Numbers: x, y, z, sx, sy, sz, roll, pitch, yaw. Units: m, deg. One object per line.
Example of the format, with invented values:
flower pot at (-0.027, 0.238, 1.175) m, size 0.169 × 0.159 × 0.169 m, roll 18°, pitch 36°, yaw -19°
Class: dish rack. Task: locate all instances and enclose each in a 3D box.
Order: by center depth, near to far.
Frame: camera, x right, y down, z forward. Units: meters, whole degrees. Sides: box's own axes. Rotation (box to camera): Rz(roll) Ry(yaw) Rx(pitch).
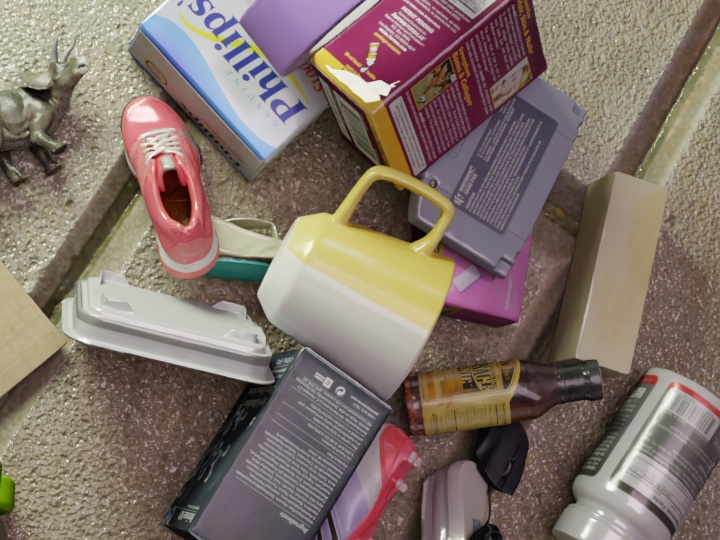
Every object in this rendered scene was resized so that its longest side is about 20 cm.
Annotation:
dish rack at (-0.177, 0.048, 1.473) m, size 0.198 × 0.172 × 0.044 m, roll 15°, pitch 98°, yaw -13°

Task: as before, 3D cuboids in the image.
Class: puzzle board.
puzzle board at (-0.402, 0.074, 1.491) m, size 0.200 × 0.017 × 0.151 m, roll -40°, pitch 93°, yaw -17°

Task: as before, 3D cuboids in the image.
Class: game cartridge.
game cartridge at (0.132, -0.110, 1.578) m, size 0.133 × 0.042 × 0.201 m, roll 30°, pitch 74°, yaw -7°

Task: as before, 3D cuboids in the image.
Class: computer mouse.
computer mouse at (0.136, 0.220, 1.558) m, size 0.059 × 0.034 × 0.201 m, roll 45°, pitch 40°, yaw -30°

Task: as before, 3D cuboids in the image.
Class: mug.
mug at (-0.004, 0.006, 1.485) m, size 0.152 × 0.149 × 0.188 m, roll 27°, pitch 74°, yaw -6°

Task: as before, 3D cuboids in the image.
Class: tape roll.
tape roll at (-0.015, -0.264, 1.436) m, size 0.200 × 0.200 × 0.066 m, roll -41°, pitch 94°, yaw -16°

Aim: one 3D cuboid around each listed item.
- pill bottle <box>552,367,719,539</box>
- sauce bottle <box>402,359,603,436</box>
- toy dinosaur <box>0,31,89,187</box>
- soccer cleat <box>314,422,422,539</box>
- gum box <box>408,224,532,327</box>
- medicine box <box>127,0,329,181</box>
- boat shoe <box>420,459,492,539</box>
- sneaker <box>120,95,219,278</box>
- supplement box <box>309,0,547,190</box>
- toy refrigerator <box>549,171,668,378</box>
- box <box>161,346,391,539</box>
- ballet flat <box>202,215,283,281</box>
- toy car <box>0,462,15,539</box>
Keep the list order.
pill bottle at (0.287, 0.211, 1.607) m, size 0.114 × 0.114 × 0.201 m, roll 38°, pitch 76°, yaw -7°
sauce bottle at (0.142, 0.122, 1.579) m, size 0.198 × 0.066 × 0.067 m, roll -9°, pitch 85°, yaw 0°
toy dinosaur at (-0.342, -0.137, 1.516) m, size 0.199 × 0.077 × 0.103 m, roll -27°, pitch 78°, yaw -12°
soccer cleat at (-0.016, 0.240, 1.556) m, size 0.076 × 0.067 × 0.201 m, roll 30°, pitch 80°, yaw 23°
gum box at (0.115, -0.053, 1.618) m, size 0.113 × 0.066 × 0.202 m, roll 13°, pitch 79°, yaw -15°
medicine box at (-0.096, -0.226, 1.567) m, size 0.182 × 0.103 × 0.200 m, roll 47°, pitch 73°, yaw -5°
boat shoe at (0.086, 0.286, 1.546) m, size 0.072 × 0.068 × 0.202 m, roll 22°, pitch 57°, yaw -44°
sneaker at (-0.180, -0.096, 1.514) m, size 0.073 × 0.087 × 0.201 m, roll -17°, pitch 65°, yaw -10°
supplement box at (0.068, -0.198, 1.506) m, size 0.200 × 0.131 × 0.103 m, roll -39°, pitch 56°, yaw -10°
toy refrigerator at (0.262, 0.007, 1.646) m, size 0.069 × 0.076 × 0.202 m, roll 17°, pitch 78°, yaw -12°
box at (-0.082, 0.186, 1.490) m, size 0.107 × 0.148 × 0.201 m, roll 34°, pitch 75°, yaw -11°
ballet flat at (-0.076, -0.015, 1.569) m, size 0.198 × 0.069 × 0.070 m, roll 14°, pitch 79°, yaw -12°
toy car at (-0.418, 0.258, 1.403) m, size 0.198 × 0.158 × 0.166 m, roll 1°, pitch 70°, yaw -3°
